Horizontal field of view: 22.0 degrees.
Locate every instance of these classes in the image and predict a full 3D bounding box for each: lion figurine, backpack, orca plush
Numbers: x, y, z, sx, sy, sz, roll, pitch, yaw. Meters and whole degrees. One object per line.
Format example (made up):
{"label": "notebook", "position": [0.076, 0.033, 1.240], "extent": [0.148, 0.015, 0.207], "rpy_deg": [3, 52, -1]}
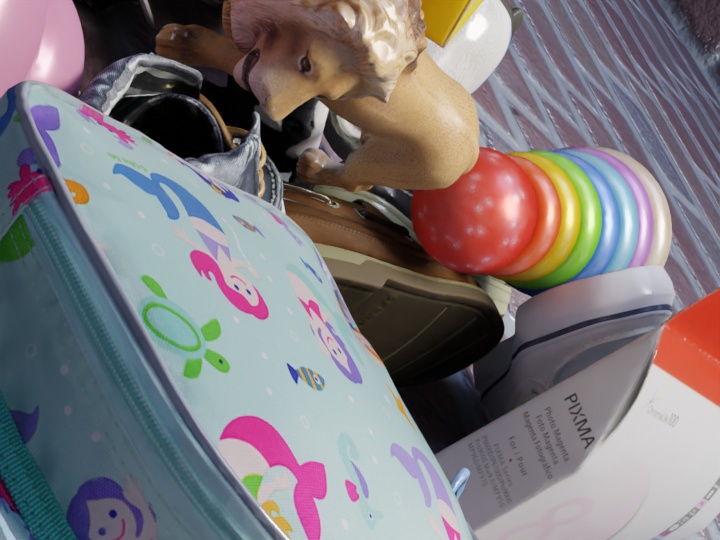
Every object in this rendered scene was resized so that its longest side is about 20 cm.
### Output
{"label": "lion figurine", "position": [0.001, -0.072, 0.696], "extent": [0.122, 0.073, 0.200], "rpy_deg": [15, -5, 33]}
{"label": "backpack", "position": [-0.060, 0.069, 0.418], "extent": [0.177, 0.150, 0.201], "rpy_deg": [28, 35, -58]}
{"label": "orca plush", "position": [-0.051, -0.094, 0.877], "extent": [0.071, 0.106, 0.200], "rpy_deg": [11, 13, -4]}

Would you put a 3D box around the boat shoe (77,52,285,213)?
{"label": "boat shoe", "position": [-0.057, -0.030, 0.638], "extent": [0.071, 0.091, 0.200], "rpy_deg": [35, 24, 4]}

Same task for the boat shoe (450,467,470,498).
{"label": "boat shoe", "position": [-0.001, 0.094, 0.644], "extent": [0.200, 0.069, 0.084], "rpy_deg": [40, 22, -40]}

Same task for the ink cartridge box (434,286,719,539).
{"label": "ink cartridge box", "position": [0.144, 0.075, 0.841], "extent": [0.162, 0.199, 0.057], "rpy_deg": [28, 39, -56]}

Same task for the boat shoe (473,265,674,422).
{"label": "boat shoe", "position": [0.107, 0.051, 0.888], "extent": [0.200, 0.073, 0.067], "rpy_deg": [117, -40, -73]}

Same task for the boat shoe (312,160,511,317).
{"label": "boat shoe", "position": [0.032, -0.028, 0.942], "extent": [0.073, 0.065, 0.200], "rpy_deg": [19, -6, 23]}

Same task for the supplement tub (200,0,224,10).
{"label": "supplement tub", "position": [-0.041, -0.189, 0.972], "extent": [0.123, 0.122, 0.200], "rpy_deg": [56, 12, 6]}

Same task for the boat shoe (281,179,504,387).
{"label": "boat shoe", "position": [0.000, 0.000, 0.823], "extent": [0.200, 0.072, 0.068], "rpy_deg": [25, 34, -58]}

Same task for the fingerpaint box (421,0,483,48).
{"label": "fingerpaint box", "position": [0.003, -0.188, 0.774], "extent": [0.166, 0.074, 0.200], "rpy_deg": [31, 28, 1]}

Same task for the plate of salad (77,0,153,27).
{"label": "plate of salad", "position": [-0.140, -0.202, 0.843], "extent": [0.200, 0.048, 0.201], "rpy_deg": [159, -90, -85]}

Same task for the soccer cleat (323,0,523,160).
{"label": "soccer cleat", "position": [0.007, -0.088, 0.920], "extent": [0.070, 0.086, 0.200], "rpy_deg": [48, -26, 0]}

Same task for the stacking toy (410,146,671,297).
{"label": "stacking toy", "position": [0.077, -0.021, 0.856], "extent": [0.086, 0.085, 0.200], "rpy_deg": [58, 21, 15]}

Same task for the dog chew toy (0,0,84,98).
{"label": "dog chew toy", "position": [-0.146, -0.085, 0.524], "extent": [0.125, 0.124, 0.200], "rpy_deg": [62, 11, 25]}
